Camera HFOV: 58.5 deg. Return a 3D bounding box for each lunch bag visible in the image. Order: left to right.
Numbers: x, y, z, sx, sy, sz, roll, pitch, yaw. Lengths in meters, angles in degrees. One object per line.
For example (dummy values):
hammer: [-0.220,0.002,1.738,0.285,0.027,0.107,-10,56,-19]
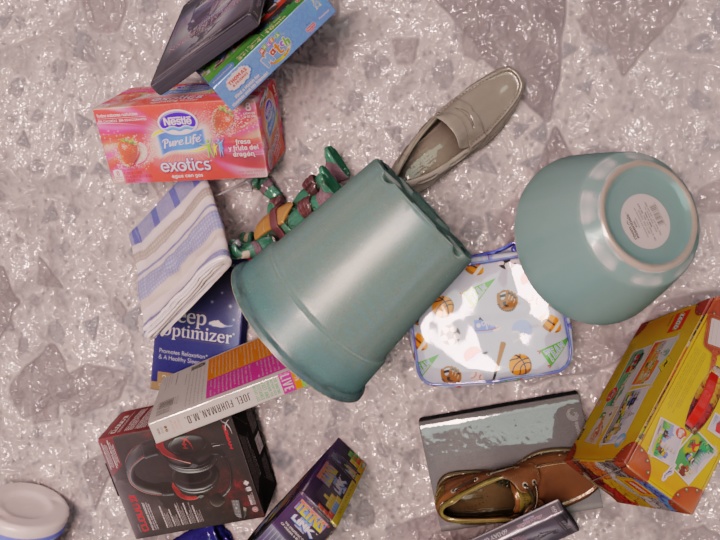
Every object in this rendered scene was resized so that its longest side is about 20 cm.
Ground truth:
lunch bag: [0.153,0.053,0.771,0.198,0.076,0.162,-9,87,8]

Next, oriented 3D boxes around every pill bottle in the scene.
pill bottle: [-0.476,0.401,0.859,0.113,0.114,0.201,22,96,7]

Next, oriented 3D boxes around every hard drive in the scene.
hard drive: [0.183,0.235,0.794,0.198,0.033,0.141,-12,91,9]

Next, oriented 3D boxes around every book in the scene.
book: [-0.142,0.128,0.761,0.199,0.134,0.048,-20,103,-6]

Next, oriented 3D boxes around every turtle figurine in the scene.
turtle figurine: [-0.105,-0.068,0.794,0.199,0.101,0.150,-30,45,22]

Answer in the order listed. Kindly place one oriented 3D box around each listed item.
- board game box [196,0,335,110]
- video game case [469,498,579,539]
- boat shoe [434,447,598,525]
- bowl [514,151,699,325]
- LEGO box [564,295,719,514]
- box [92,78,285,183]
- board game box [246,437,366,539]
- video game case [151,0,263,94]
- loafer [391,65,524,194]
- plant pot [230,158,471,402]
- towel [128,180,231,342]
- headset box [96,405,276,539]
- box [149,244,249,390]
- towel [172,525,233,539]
board game box: [-0.127,-0.272,0.740,0.151,0.200,0.037,-44,126,1]
video game case: [0.155,0.330,0.756,0.199,0.143,0.019,-28,54,9]
boat shoe: [0.185,0.259,0.744,0.198,0.068,0.073,-17,89,8]
bowl: [0.280,-0.047,0.695,0.199,0.105,0.203,3,78,-13]
LEGO box: [0.321,0.141,0.680,0.077,0.149,0.201,35,75,5]
box: [-0.202,-0.171,0.786,0.198,0.103,0.095,-1,119,9]
board game box: [-0.079,0.297,0.752,0.057,0.200,0.166,41,97,6]
video game case: [-0.165,-0.295,0.739,0.142,0.201,0.019,-26,130,23]
loafer: [0.116,-0.165,0.767,0.070,0.070,0.200,45,98,4]
plant pot: [0.000,0.000,0.693,0.196,0.200,0.200,-44,86,12]
towel: [-0.224,-0.029,0.779,0.147,0.024,0.201,-42,45,16]
headset box: [-0.226,0.247,0.821,0.198,0.075,0.150,-12,104,9]
box: [-0.208,0.064,0.846,0.120,0.032,0.202,6,93,8]
towel: [-0.240,0.436,0.862,0.199,0.050,0.148,-29,81,9]
